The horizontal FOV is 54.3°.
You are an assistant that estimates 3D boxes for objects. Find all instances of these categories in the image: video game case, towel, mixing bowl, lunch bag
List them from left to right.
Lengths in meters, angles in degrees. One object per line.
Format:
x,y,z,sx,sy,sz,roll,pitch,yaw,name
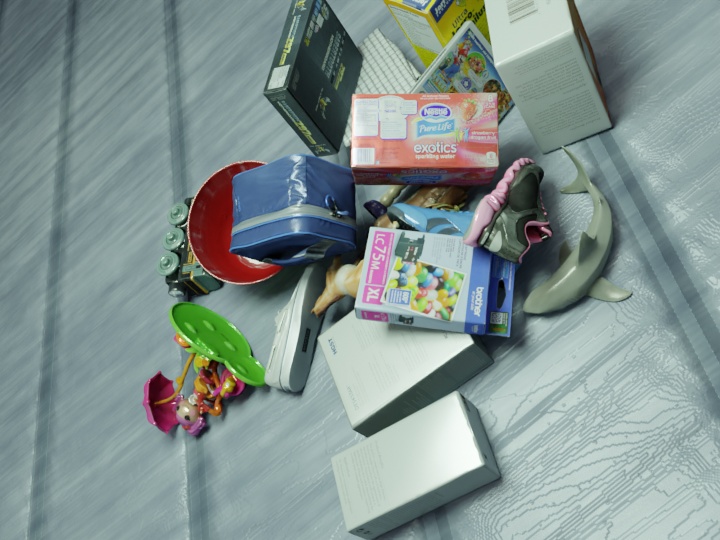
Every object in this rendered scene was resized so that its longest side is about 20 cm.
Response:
-0.176,-0.066,1.169,0.194,0.108,0.206,-2,77,7,mixing bowl
-0.091,-0.074,1.009,0.197,0.134,0.136,-11,75,44,lunch bag
0.024,-0.295,1.195,0.164,0.085,0.202,-37,49,10,towel
0.140,-0.243,1.050,0.201,0.143,0.018,-50,27,0,video game case

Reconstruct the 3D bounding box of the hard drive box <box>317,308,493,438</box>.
0.056,0.107,0.960,0.198,0.077,0.158,-36,51,12,hard drive box

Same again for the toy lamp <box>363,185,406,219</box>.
0.085,-0.163,1.098,0.201,0.058,0.058,-52,50,0,toy lamp

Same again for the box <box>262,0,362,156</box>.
-0.068,-0.308,1.101,0.050,0.158,0.204,-2,61,30,box

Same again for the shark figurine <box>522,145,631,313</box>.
0.283,-0.047,0.885,0.126,0.089,0.219,9,73,35,shark figurine

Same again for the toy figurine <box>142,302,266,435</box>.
-0.266,0.187,1.128,0.199,0.150,0.186,38,103,17,toy figurine

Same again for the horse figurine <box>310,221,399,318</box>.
0.000,0.000,1.001,0.198,0.050,0.134,-5,52,55,horse figurine

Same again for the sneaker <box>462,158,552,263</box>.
0.206,-0.072,0.898,0.094,0.080,0.200,29,44,15,sneaker

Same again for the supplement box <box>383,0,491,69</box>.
0.140,-0.383,1.084,0.108,0.200,0.110,36,87,40,supplement box

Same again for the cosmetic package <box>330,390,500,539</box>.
0.066,0.248,0.883,0.197,0.074,0.103,-29,53,16,cosmetic package

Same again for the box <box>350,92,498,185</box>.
0.085,-0.177,0.957,0.194,0.095,0.106,0,82,3,box

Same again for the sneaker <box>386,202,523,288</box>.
0.133,-0.054,0.972,0.197,0.066,0.080,28,78,14,sneaker

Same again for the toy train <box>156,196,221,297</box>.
-0.300,-0.047,1.285,0.111,0.086,0.205,-7,60,17,toy train

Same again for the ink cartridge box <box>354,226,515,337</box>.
0.098,0.013,0.894,0.194,0.042,0.122,8,63,8,ink cartridge box

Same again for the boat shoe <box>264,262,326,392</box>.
-0.104,0.082,1.083,0.064,0.074,0.205,3,67,30,boat shoe

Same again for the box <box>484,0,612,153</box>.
0.256,-0.291,0.956,0.104,0.199,0.156,-18,56,25,box

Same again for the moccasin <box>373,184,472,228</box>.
0.111,-0.093,1.034,0.199,0.074,0.079,-35,66,8,moccasin
